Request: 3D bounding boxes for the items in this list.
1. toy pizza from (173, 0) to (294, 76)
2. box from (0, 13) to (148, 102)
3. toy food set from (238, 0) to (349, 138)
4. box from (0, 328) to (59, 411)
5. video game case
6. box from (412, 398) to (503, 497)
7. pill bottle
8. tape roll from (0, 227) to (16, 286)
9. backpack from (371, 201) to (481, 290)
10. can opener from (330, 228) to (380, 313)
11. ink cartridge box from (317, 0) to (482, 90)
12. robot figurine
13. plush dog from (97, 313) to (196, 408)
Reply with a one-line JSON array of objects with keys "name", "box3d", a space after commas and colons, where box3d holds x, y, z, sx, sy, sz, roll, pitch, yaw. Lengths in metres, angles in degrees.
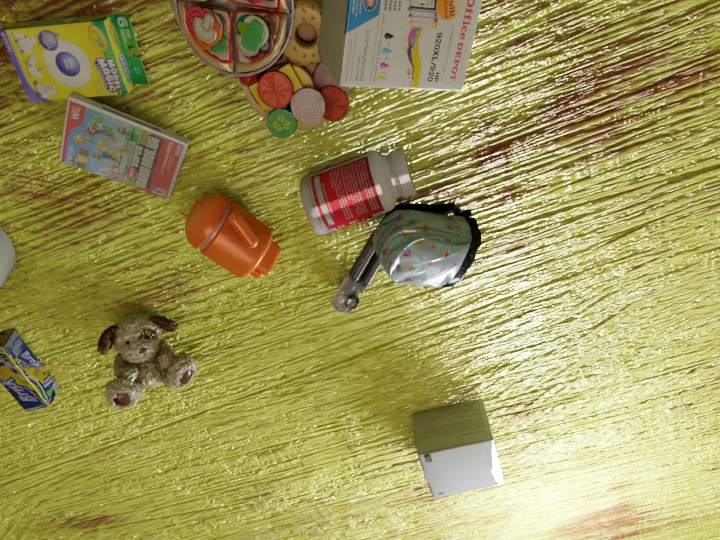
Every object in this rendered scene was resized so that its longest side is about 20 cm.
[{"name": "toy pizza", "box3d": [-0.197, -0.401, 0.841, 0.195, 0.032, 0.205, 5, 117, 10]}, {"name": "box", "box3d": [-0.456, -0.343, 0.897, 0.195, 0.049, 0.119, -6, 127, 1]}, {"name": "toy food set", "box3d": [-0.105, -0.324, 0.919, 0.197, 0.049, 0.199, -25, 123, 15]}, {"name": "box", "box3d": [-0.792, 0.234, 1.289, 0.068, 0.065, 0.203, -11, 125, 6]}, {"name": "video game case", "box3d": [-0.419, -0.213, 0.981, 0.196, 0.018, 0.144, 19, 134, -22]}, {"name": "box", "box3d": [0.254, 0.467, 1.448, 0.195, 0.132, 0.202, -14, 126, 9]}, {"name": "pill bottle", "box3d": [-0.003, -0.148, 1.009, 0.196, 0.113, 0.114, -18, 125, 11]}, {"name": "tape roll", "box3d": [-0.799, -0.011, 1.067, 0.197, 0.141, 0.206, -1, 127, -1]}, {"name": "backpack", "box3d": [0.123, -0.045, 1.064, 0.196, 0.127, 0.169, 8, 121, -26]}, {"name": "can opener", "box3d": [0.000, 0.000, 1.161, 0.053, 0.067, 0.202, 25, 108, -19]}, {"name": "ink cartridge box", "box3d": [0.053, -0.362, 0.811, 0.195, 0.146, 0.150, -4, 128, -18]}, {"name": "robot figurine", "box3d": [-0.248, -0.067, 1.058, 0.199, 0.144, 0.117, 36, 101, -24]}, {"name": "plush dog", "box3d": [-0.485, 0.178, 1.236, 0.196, 0.160, 0.176, -17, 115, -24]}]
